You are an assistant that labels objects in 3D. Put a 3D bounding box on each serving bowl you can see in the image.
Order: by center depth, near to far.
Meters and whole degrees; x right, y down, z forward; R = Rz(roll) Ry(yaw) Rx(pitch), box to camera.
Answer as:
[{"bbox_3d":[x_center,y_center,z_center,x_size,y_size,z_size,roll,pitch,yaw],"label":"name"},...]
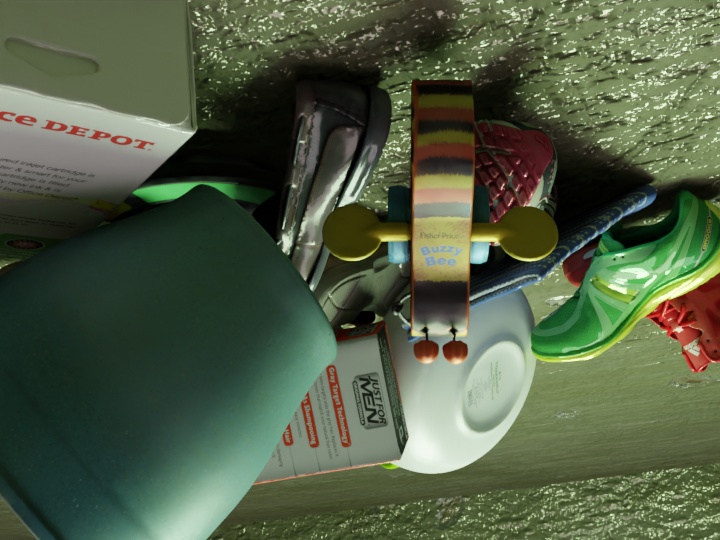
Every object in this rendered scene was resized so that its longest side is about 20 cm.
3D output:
[{"bbox_3d":[0.094,0.092,0.855,0.199,0.203,0.065,16,-175,-45],"label":"serving bowl"}]

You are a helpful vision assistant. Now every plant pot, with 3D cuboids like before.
[{"bbox_3d":[-0.122,0.057,0.557,0.188,0.200,0.200,-41,168,-17],"label":"plant pot"}]

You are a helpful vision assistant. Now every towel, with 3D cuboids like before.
[{"bbox_3d":[0.136,-0.007,0.754,0.144,0.024,0.199,-28,-179,45],"label":"towel"}]

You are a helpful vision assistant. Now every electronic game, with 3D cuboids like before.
[{"bbox_3d":[-0.121,-0.032,0.730,0.197,0.042,0.200,-4,160,-2],"label":"electronic game"}]

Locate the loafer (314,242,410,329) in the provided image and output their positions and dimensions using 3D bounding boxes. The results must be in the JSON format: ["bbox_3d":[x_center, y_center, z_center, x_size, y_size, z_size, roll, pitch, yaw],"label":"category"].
[{"bbox_3d":[0.000,0.000,0.805,0.199,0.063,0.073,-11,130,-59],"label":"loafer"}]

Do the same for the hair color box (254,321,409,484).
[{"bbox_3d":[-0.068,0.112,0.779,0.197,0.103,0.061,-10,-175,11],"label":"hair color box"}]

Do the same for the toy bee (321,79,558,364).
[{"bbox_3d":[0.054,-0.004,0.578,0.129,0.110,0.201,-16,130,15],"label":"toy bee"}]

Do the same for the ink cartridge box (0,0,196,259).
[{"bbox_3d":[-0.193,-0.081,0.511,0.143,0.085,0.199,8,157,-35],"label":"ink cartridge box"}]

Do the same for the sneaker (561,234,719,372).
[{"bbox_3d":[0.286,0.033,0.898,0.197,0.117,0.078,0,160,-14],"label":"sneaker"}]

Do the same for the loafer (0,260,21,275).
[{"bbox_3d":[-0.215,0.033,0.787,0.197,0.077,0.067,5,-172,0],"label":"loafer"}]

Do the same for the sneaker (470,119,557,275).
[{"bbox_3d":[0.105,-0.058,0.677,0.074,0.082,0.200,-20,170,-5],"label":"sneaker"}]

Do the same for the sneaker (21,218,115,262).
[{"bbox_3d":[-0.137,0.014,0.692,0.198,0.071,0.075,20,153,-37],"label":"sneaker"}]

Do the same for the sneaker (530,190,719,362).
[{"bbox_3d":[0.220,0.003,0.830,0.199,0.074,0.084,-40,102,21],"label":"sneaker"}]

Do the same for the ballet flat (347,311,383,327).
[{"bbox_3d":[-0.020,0.029,0.916,0.066,0.047,0.200,-10,160,16],"label":"ballet flat"}]

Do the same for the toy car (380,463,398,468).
[{"bbox_3d":[0.084,0.076,0.981,0.163,0.158,0.201,-14,141,-34],"label":"toy car"}]

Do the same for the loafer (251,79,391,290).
[{"bbox_3d":[-0.045,-0.043,0.635,0.062,0.072,0.201,14,130,-20],"label":"loafer"}]

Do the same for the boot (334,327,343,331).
[{"bbox_3d":[-0.114,0.077,0.877,0.149,0.074,0.199,-6,-167,-41],"label":"boot"}]
